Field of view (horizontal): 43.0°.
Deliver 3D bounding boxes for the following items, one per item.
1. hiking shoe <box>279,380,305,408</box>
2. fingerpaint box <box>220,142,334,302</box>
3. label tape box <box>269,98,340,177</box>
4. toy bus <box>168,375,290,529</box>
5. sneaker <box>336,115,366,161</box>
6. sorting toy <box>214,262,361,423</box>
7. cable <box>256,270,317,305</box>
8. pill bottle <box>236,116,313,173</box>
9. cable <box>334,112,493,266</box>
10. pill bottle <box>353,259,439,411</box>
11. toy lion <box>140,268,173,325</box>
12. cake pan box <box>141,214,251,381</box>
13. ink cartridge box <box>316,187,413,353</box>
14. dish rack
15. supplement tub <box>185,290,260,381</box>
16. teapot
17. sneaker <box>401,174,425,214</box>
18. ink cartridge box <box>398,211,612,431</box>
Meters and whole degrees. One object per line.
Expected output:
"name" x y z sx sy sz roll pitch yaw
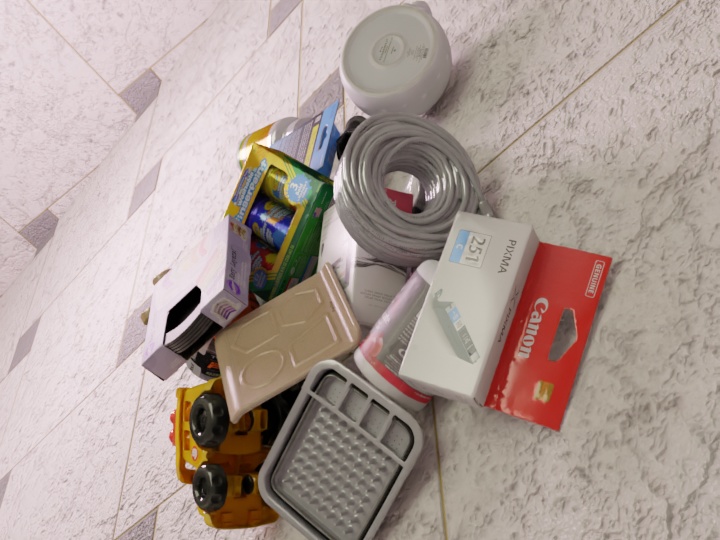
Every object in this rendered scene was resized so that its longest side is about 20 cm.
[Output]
"hiking shoe" -0.090 0.152 1.349 0.100 0.075 0.203 3 73 49
"fingerpaint box" -0.130 -0.069 1.400 0.166 0.073 0.202 32 103 36
"label tape box" -0.089 -0.175 1.520 0.199 0.063 0.146 -24 44 44
"toy bus" -0.203 0.252 1.285 0.191 0.135 0.203 -11 77 45
"sneaker" -0.004 -0.209 1.523 0.066 0.091 0.202 -14 45 11
"sorting toy" -0.097 0.093 1.190 0.199 0.037 0.186 -34 33 4
"cable" -0.100 0.002 1.503 0.199 0.069 0.202 -1 62 57
"pill bottle" -0.148 -0.233 1.766 0.199 0.110 0.112 -10 53 54
"cable" 0.062 -0.106 1.190 0.069 0.197 0.203 134 127 -63
"pill bottle" 0.090 0.059 1.099 0.201 0.110 0.111 -53 29 9
"toy lion" -0.265 0.037 1.560 0.069 0.190 0.200 58 145 16
"cake pan box" -0.235 0.039 1.325 0.184 0.052 0.201 -42 29 23
"ink cartridge box" 0.000 0.000 1.265 0.145 0.084 0.203 150 128 -60
"dish rack" -0.020 0.226 1.094 0.171 0.043 0.202 33 101 25
"supplement tub" -0.224 0.097 1.480 0.200 0.121 0.124 119 169 -63
"teapot" 0.068 -0.323 1.490 0.199 0.146 0.199 -34 62 7
"sneaker" 0.081 -0.106 1.322 0.087 0.074 0.202 -25 41 52
"ink cartridge box" 0.155 0.048 0.978 0.174 0.045 0.202 13 74 28
